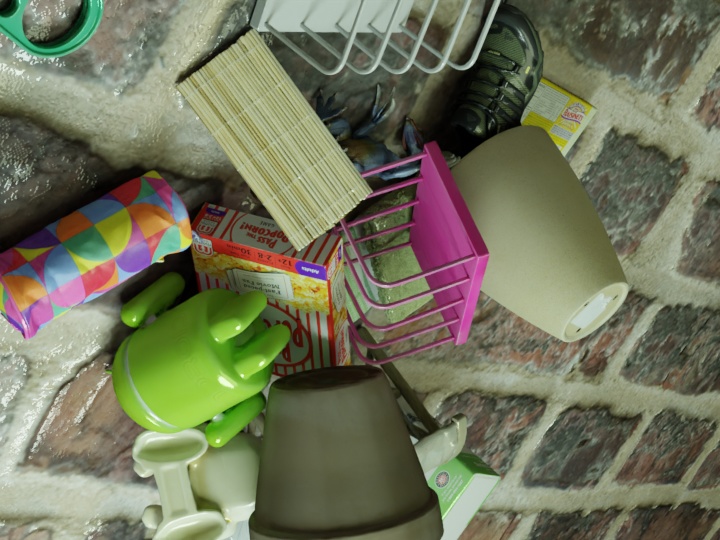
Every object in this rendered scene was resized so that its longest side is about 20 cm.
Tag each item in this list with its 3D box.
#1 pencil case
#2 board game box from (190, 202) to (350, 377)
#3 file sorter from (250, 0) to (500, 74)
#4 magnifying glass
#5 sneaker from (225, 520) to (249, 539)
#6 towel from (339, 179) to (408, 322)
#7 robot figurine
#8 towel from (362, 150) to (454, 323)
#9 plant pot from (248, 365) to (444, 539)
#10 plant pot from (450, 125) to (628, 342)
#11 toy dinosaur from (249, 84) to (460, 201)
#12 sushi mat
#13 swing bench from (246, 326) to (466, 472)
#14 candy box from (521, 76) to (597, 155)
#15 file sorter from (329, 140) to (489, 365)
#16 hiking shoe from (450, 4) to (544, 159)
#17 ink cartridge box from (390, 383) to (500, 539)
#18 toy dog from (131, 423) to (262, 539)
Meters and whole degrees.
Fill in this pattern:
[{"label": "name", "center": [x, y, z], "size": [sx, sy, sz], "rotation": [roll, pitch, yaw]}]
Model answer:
[{"label": "pencil case", "center": [-0.246, -0.014, 1.310], "size": [0.200, 0.088, 0.089], "rotation": [-29, 142, -25]}, {"label": "board game box", "center": [-0.090, 0.030, 1.472], "size": [0.200, 0.151, 0.046], "rotation": [86, 25, -47]}, {"label": "file sorter", "center": [0.026, -0.264, 1.336], "size": [0.200, 0.124, 0.139], "rotation": [-10, 131, -45]}, {"label": "magnifying glass", "center": [-0.286, -0.211, 1.119], "size": [0.200, 0.022, 0.080], "rotation": [1, 123, -49]}, {"label": "sneaker", "center": [-0.168, 0.355, 1.782], "size": [0.115, 0.075, 0.201], "rotation": [-14, 128, -41]}, {"label": "towel", "center": [0.000, 0.000, 1.658], "size": [0.200, 0.031, 0.149], "rotation": [-39, 147, -15]}, {"label": "robot figurine", "center": [-0.168, 0.093, 1.437], "size": [0.200, 0.176, 0.116], "rotation": [-29, -168, 30]}, {"label": "towel", "center": [0.069, -0.035, 1.657], "size": [0.148, 0.036, 0.200], "rotation": [-38, 143, -19]}, {"label": "plant pot", "center": [-0.023, 0.191, 1.432], "size": [0.200, 0.200, 0.174], "rotation": [-13, 98, -42]}, {"label": "plant pot", "center": [0.196, -0.023, 1.570], "size": [0.187, 0.200, 0.188], "rotation": [-29, 153, -17]}, {"label": "toy dinosaur", "center": [-0.002, -0.131, 1.518], "size": [0.199, 0.105, 0.181], "rotation": [-20, 162, 16]}, {"label": "sushi mat", "center": [-0.079, -0.122, 1.348], "size": [0.096, 0.012, 0.200], "rotation": [-41, 107, -15]}, {"label": "swing bench", "center": [-0.014, 0.204, 1.691], "size": [0.199, 0.200, 0.130], "rotation": [-25, 140, -31]}, {"label": "candy box", "center": [0.209, -0.182, 1.720], "size": [0.200, 0.026, 0.102], "rotation": [15, 111, -54]}, {"label": "file sorter", "center": [0.039, -0.008, 1.471], "size": [0.125, 0.139, 0.200], "rotation": [-18, 154, -12]}, {"label": "hiking shoe", "center": [0.146, -0.189, 1.563], "size": [0.101, 0.076, 0.201], "rotation": [-37, 138, -51]}, {"label": "ink cartridge box", "center": [0.055, 0.257, 1.827], "size": [0.146, 0.200, 0.084], "rotation": [-55, 149, 10]}, {"label": "toy dog", "center": [-0.162, 0.224, 1.589], "size": [0.193, 0.140, 0.200], "rotation": [-22, 176, -5]}]
